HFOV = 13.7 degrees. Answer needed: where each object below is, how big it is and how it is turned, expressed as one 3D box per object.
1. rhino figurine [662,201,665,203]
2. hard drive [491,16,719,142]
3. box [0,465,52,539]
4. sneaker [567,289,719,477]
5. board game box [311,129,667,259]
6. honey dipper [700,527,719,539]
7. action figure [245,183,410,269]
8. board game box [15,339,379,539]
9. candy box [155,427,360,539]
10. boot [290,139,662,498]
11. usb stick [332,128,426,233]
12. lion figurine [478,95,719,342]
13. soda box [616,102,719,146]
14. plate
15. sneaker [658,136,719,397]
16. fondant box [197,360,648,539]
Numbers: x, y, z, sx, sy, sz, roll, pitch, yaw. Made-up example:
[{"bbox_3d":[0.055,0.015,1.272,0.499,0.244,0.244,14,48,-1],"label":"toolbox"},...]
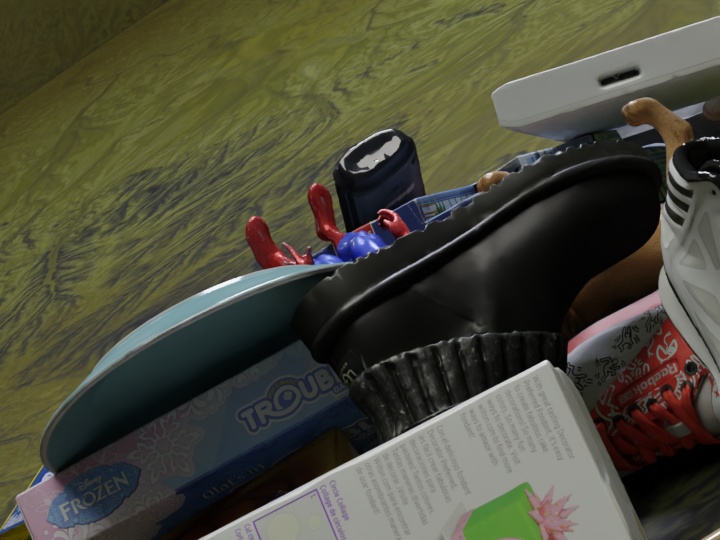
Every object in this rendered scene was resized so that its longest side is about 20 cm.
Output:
[{"bbox_3d":[0.188,0.007,1.561,0.087,0.060,0.200,-31,20,1],"label":"rhino figurine"},{"bbox_3d":[0.151,-0.101,1.606,0.132,0.026,0.200,-17,-3,12],"label":"hard drive"},{"bbox_3d":[-0.148,0.130,1.782,0.064,0.070,0.200,-23,15,20],"label":"box"},{"bbox_3d":[0.157,0.059,1.427,0.201,0.067,0.108,-39,27,7],"label":"sneaker"},{"bbox_3d":[0.091,-0.026,1.717,0.200,0.062,0.200,-28,-7,32],"label":"board game box"},{"bbox_3d":[0.125,0.139,1.292,0.200,0.038,0.038,-30,14,-17],"label":"honey dipper"},{"bbox_3d":[0.000,0.000,1.572,0.065,0.052,0.200,-24,26,-17],"label":"action figure"},{"bbox_3d":[-0.049,0.105,1.520,0.200,0.043,0.199,-29,-22,6],"label":"board game box"},{"bbox_3d":[-0.041,0.168,1.373,0.117,0.056,0.200,-33,25,15],"label":"candy box"},{"bbox_3d":[0.088,0.044,1.391,0.211,0.158,0.079,-28,-22,-21],"label":"boot"},{"bbox_3d":[0.020,-0.018,1.795,0.055,0.033,0.200,-32,-30,-10],"label":"usb stick"},{"bbox_3d":[0.136,-0.010,1.500,0.200,0.123,0.072,-29,-23,19],"label":"lion figurine"},{"bbox_3d":[0.223,-0.077,1.758,0.200,0.071,0.063,-18,17,39],"label":"soda box"},{"bbox_3d":[-0.067,0.043,1.447,0.200,0.026,0.200,-25,-19,-9],"label":"plate"},{"bbox_3d":[0.180,0.016,1.298,0.076,0.115,0.201,-24,45,-9],"label":"sneaker"},{"bbox_3d":[0.025,0.148,1.226,0.200,0.144,0.058,-28,-23,9],"label":"fondant box"}]
